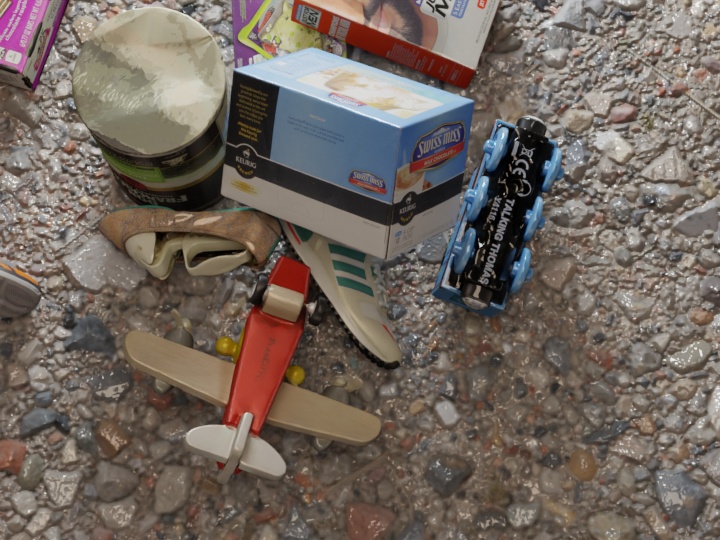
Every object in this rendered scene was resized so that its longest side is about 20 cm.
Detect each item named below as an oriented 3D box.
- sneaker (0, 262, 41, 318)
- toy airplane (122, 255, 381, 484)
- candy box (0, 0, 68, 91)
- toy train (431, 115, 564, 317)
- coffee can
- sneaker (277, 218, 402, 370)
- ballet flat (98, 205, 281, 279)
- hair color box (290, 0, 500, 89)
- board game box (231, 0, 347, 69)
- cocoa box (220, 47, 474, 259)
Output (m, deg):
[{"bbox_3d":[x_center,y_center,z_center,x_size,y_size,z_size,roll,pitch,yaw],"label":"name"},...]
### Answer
[{"bbox_3d":[-0.409,-0.028,1.630,0.199,0.078,0.113,21,45,-28],"label":"sneaker"},{"bbox_3d":[-0.102,0.111,1.570,0.198,0.141,0.201,-26,86,-15],"label":"toy airplane"},{"bbox_3d":[-0.416,-0.285,1.715,0.198,0.061,0.138,16,78,6],"label":"candy box"},{"bbox_3d":[0.135,-0.053,1.616,0.086,0.114,0.202,20,78,-6],"label":"toy train"},{"bbox_3d":[-0.192,-0.152,1.605,0.145,0.200,0.148,0,76,2],"label":"coffee can"},{"bbox_3d":[0.000,0.000,1.628,0.093,0.070,0.200,-34,74,-2],"label":"sneaker"},{"bbox_3d":[-0.176,-0.026,1.619,0.198,0.068,0.068,-2,56,21],"label":"ballet flat"},{"bbox_3d":[0.039,-0.279,1.684,0.198,0.064,0.112,20,75,-1],"label":"hair color box"},{"bbox_3d":[-0.075,-0.269,1.719,0.119,0.032,0.202,-4,76,4],"label":"board game box"},{"bbox_3d":[-0.013,-0.116,1.548,0.199,0.133,0.132,22,117,29],"label":"cocoa box"}]
